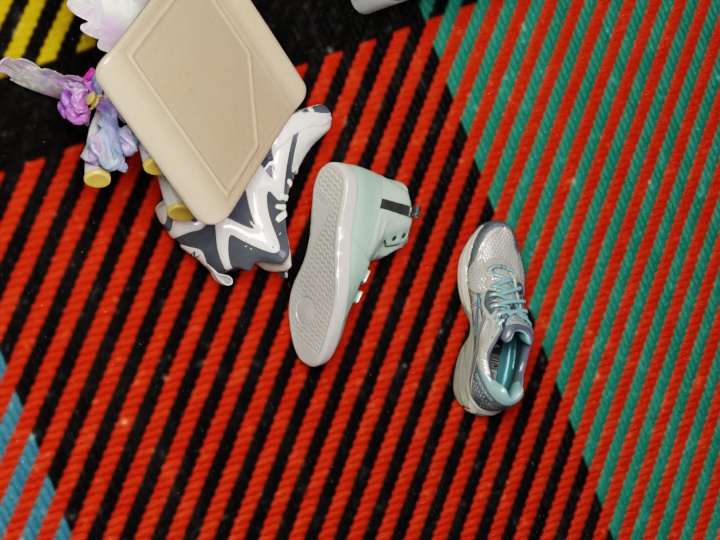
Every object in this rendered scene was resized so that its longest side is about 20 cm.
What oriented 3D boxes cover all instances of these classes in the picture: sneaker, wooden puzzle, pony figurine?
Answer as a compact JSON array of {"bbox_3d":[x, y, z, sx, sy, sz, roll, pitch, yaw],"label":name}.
[{"bbox_3d":[0.000,0.000,1.786,0.118,0.073,0.202,7,96,-44],"label":"sneaker"},{"bbox_3d":[-0.086,-0.063,1.749,0.199,0.079,0.130,-38,102,-22],"label":"sneaker"},{"bbox_3d":[-0.144,-0.169,1.634,0.185,0.037,0.200,55,45,-26],"label":"wooden puzzle"},{"bbox_3d":[-0.219,-0.164,1.660,0.192,0.166,0.201,21,46,-41],"label":"pony figurine"},{"bbox_3d":[0.149,0.048,1.837,0.077,0.086,0.202,4,84,-24],"label":"sneaker"}]

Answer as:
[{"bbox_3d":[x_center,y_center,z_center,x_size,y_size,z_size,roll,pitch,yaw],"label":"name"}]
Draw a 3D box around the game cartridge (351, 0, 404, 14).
[{"bbox_3d":[0.094,-0.307,1.820,0.199,0.133,0.042,-22,94,-23],"label":"game cartridge"}]
